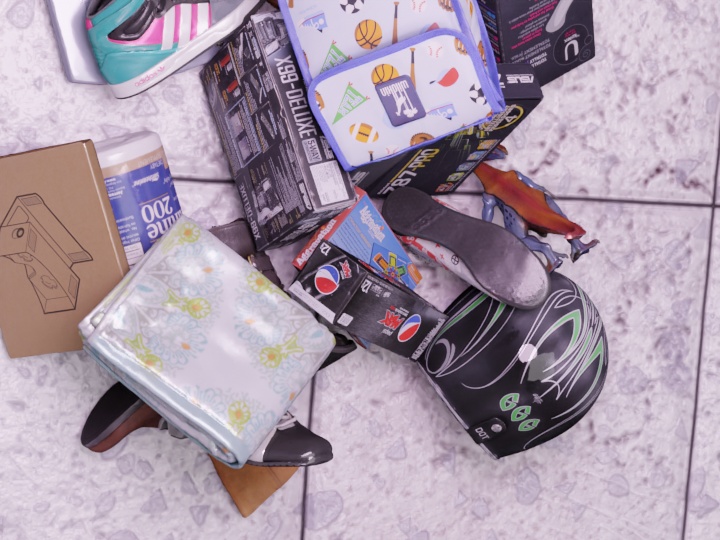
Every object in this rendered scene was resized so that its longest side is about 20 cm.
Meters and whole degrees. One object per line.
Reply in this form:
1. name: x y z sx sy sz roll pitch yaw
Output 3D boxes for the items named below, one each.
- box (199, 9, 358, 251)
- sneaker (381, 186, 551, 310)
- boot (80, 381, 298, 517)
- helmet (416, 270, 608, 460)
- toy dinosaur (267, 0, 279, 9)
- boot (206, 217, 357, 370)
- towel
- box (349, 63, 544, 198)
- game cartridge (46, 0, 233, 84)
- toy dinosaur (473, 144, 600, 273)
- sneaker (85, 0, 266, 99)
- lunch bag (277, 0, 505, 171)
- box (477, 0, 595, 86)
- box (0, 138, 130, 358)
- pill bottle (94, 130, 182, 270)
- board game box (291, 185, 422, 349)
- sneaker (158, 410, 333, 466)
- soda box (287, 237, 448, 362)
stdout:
1. box: -0.084 -0.134 1.600 0.050 0.158 0.201 -16 83 -27
2. sneaker: 0.119 -0.019 1.721 0.201 0.108 0.067 30 87 16
3. boot: -0.172 0.180 1.702 0.188 0.068 0.200 -42 118 -20
4. helmet: 0.176 0.091 1.763 0.190 0.200 0.200 -39 110 4
5. toy dinosaur: 0.011 -0.229 1.694 0.181 0.105 0.201 -21 94 -39
6. boot: -0.088 0.023 1.685 0.069 0.200 0.175 -30 78 20
7. towel: -0.142 0.063 1.525 0.200 0.048 0.171 39 60 -2
8. box: 0.070 -0.141 1.667 0.160 0.200 0.049 -2 64 -32
9. game cartridge: -0.211 -0.260 1.629 0.199 0.040 0.134 -17 100 -20
10. toy dinosaur: 0.175 -0.084 1.734 0.105 0.200 0.182 -30 77 -22
11. sneaker: -0.187 -0.271 1.579 0.200 0.084 0.121 -38 119 -13
12. lunch bag: 0.029 -0.210 1.502 0.169 0.124 0.201 -19 86 18
13. box: 0.164 -0.298 1.700 0.122 0.106 0.201 -29 137 -17
14. box: -0.301 -0.018 1.572 0.021 0.163 0.201 -39 118 -60
15. pill bottle: -0.225 -0.029 1.611 0.110 0.111 0.201 -19 104 -19
16. board game box: 0.000 0.000 1.697 0.103 0.019 0.200 -50 149 -9
17. sneaker: -0.111 0.134 1.574 0.074 0.199 0.089 -5 106 -59
18. soda box: 0.010 0.033 1.653 0.063 0.071 0.200 -55 150 3
